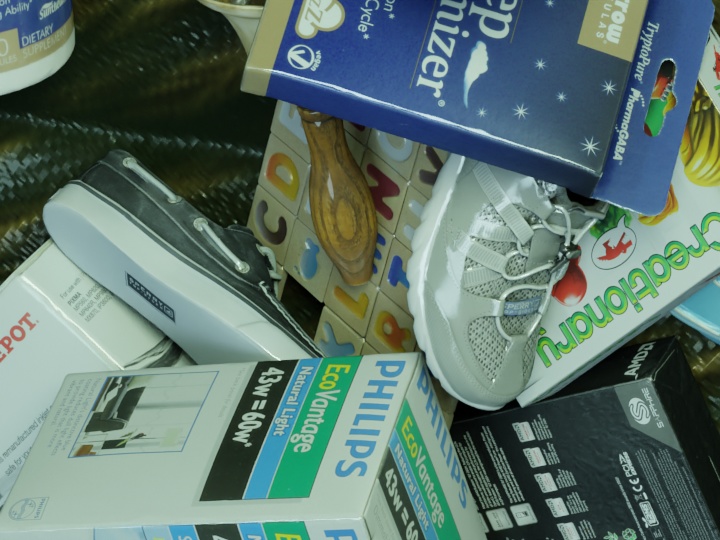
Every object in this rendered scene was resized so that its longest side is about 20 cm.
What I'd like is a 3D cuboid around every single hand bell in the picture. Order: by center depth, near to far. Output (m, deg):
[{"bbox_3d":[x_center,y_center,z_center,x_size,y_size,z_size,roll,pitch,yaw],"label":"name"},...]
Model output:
[{"bbox_3d":[-0.018,-0.076,1.468,0.104,0.104,0.201,6,132,22],"label":"hand bell"}]

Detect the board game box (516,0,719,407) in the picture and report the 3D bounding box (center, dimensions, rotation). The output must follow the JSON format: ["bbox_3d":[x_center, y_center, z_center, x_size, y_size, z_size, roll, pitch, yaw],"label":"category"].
[{"bbox_3d":[0.117,-0.034,1.458,0.200,0.035,0.127,-40,77,42],"label":"board game box"}]

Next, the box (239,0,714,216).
[{"bbox_3d":[0.058,-0.109,1.355,0.199,0.122,0.032,17,157,-2],"label":"box"}]

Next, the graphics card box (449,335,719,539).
[{"bbox_3d":[0.097,0.116,1.579,0.199,0.051,0.126,-15,109,33],"label":"graphics card box"}]

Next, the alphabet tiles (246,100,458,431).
[{"bbox_3d":[0.000,0.000,1.541,0.167,0.008,0.201,41,132,32],"label":"alphabet tiles"}]

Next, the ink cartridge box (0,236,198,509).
[{"bbox_3d":[-0.135,0.087,1.651,0.200,0.084,0.144,44,128,-4],"label":"ink cartridge box"}]

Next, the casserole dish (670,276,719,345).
[{"bbox_3d":[0.206,-0.032,1.450,0.121,0.039,0.201,27,125,9],"label":"casserole dish"}]

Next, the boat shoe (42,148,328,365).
[{"bbox_3d":[-0.072,0.008,1.569,0.200,0.068,0.072,36,152,19],"label":"boat shoe"}]

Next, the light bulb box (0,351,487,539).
[{"bbox_3d":[-0.048,0.156,1.519,0.199,0.125,0.199,-4,128,21],"label":"light bulb box"}]

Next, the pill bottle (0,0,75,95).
[{"bbox_3d":[-0.207,-0.196,1.506,0.111,0.111,0.201,8,121,21],"label":"pill bottle"}]

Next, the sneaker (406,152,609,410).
[{"bbox_3d":[0.077,-0.024,1.419,0.082,0.075,0.201,22,116,38],"label":"sneaker"}]
